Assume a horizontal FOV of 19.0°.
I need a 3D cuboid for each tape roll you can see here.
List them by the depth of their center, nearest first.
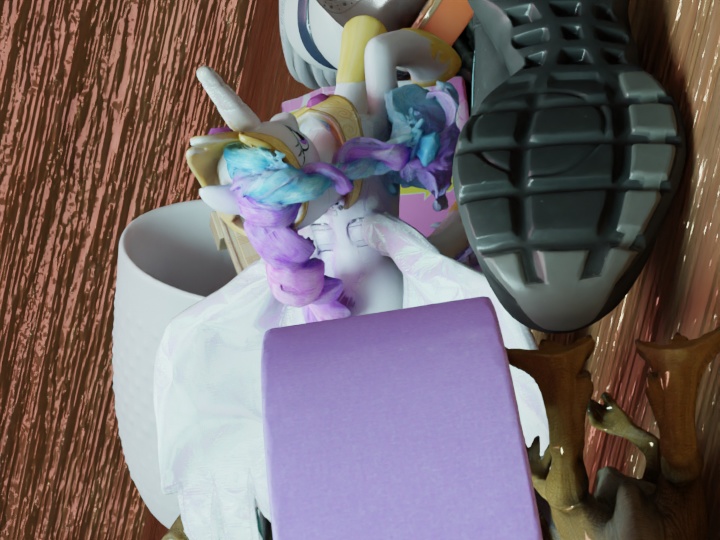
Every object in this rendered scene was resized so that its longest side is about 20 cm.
[{"bbox_3d":[0.019,0.110,0.588,0.200,0.066,0.200,-10,-90,-89],"label":"tape roll"}]

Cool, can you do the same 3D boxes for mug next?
[{"bbox_3d":[-0.061,0.077,1.256,0.200,0.148,0.176,38,129,48],"label":"mug"}]

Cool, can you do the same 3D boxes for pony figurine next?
[{"bbox_3d":[0.000,0.000,0.818,0.200,0.166,0.193,-38,-64,-63],"label":"pony figurine"}]

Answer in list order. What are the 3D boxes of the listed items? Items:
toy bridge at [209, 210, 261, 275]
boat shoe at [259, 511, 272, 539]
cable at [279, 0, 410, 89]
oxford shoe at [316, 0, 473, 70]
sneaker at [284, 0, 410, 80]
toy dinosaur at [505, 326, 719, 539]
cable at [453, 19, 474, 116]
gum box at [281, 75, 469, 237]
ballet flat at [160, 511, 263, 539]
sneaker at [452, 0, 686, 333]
[{"bbox_3d":[-0.036,0.052,1.092,0.067,0.027,0.200,116,135,-78],"label":"toy bridge"},{"bbox_3d":[-0.025,0.091,0.969,0.074,0.065,0.202,56,162,37],"label":"boat shoe"},{"bbox_3d":[0.012,-0.192,1.160,0.200,0.069,0.200,-61,-18,-53],"label":"cable"},{"bbox_3d":[0.049,-0.186,0.925,0.200,0.073,0.071,-60,10,5],"label":"oxford shoe"},{"bbox_3d":[0.013,-0.188,1.007,0.080,0.076,0.200,-157,66,-65],"label":"sneaker"},{"bbox_3d":[0.077,0.073,0.582,0.200,0.060,0.106,-86,-12,-81],"label":"toy dinosaur"},{"bbox_3d":[0.044,-0.108,1.030,0.097,0.050,0.200,110,169,-51],"label":"cable"},{"bbox_3d":[0.006,-0.029,1.029,0.200,0.066,0.114,-166,71,-82],"label":"gum box"},{"bbox_3d":[-0.073,0.177,0.911,0.068,0.072,0.200,133,135,-54],"label":"ballet flat"},{"bbox_3d":[0.072,-0.044,0.740,0.200,0.075,0.079,-84,-9,-47],"label":"sneaker"}]
